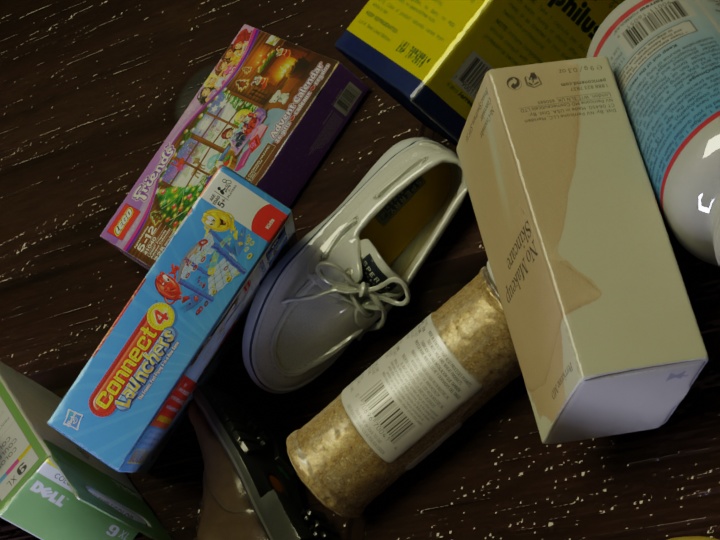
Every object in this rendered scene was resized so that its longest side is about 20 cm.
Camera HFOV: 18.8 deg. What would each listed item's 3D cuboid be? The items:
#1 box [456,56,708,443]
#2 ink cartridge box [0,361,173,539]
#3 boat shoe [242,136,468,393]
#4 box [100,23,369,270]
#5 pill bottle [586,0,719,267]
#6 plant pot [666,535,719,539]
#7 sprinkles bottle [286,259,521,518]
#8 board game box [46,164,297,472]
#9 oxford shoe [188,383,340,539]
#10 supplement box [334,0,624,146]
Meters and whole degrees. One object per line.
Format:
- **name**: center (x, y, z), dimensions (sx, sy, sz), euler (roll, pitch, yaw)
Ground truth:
- **box**: center (0.123, -0.012, 1.242), dimensions (0.095, 0.077, 0.201), euler (109, 150, -59)
- **ink cartridge box**: center (-0.211, 0.146, 1.505), dimensions (0.059, 0.104, 0.200), euler (-50, 39, 3)
- **boat shoe**: center (0.004, 0.002, 1.421), dimensions (0.202, 0.075, 0.086), euler (-48, 21, -5)
- **box**: center (-0.096, -0.079, 1.615), dimensions (0.200, 0.039, 0.137), euler (-56, 38, -5)
- **pill bottle**: center (0.210, -0.073, 1.248), dimensions (0.109, 0.109, 0.200), euler (-40, 40, 14)
- **plant pot**: center (0.173, 0.238, 0.991), dimensions (0.196, 0.194, 0.200), euler (-46, 30, 7)
- **sprinkles bottle**: center (0.046, 0.066, 1.337), dimensions (0.200, 0.068, 0.068), euler (-41, 40, 14)
- **board game box**: center (-0.119, 0.038, 1.442), dimensions (0.196, 0.056, 0.200), euler (-56, -3, -5)
- **oxford shoe**: center (-0.082, 0.148, 1.401), dimensions (0.084, 0.073, 0.200), euler (-46, 38, 14)
- **supplement box**: center (0.100, -0.181, 1.441), dimensions (0.200, 0.109, 0.109), euler (-51, 39, 2)
